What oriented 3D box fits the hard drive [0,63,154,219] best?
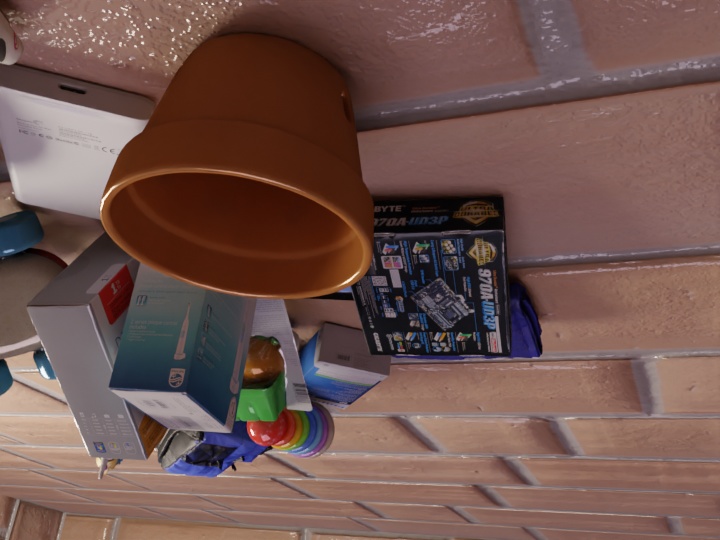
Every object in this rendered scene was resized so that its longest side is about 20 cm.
[{"bbox_3d":[-0.260,-0.106,0.744,0.131,0.026,0.200,12,154,-11],"label":"hard drive"}]

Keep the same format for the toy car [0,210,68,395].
[{"bbox_3d":[-0.415,0.022,0.954,0.176,0.185,0.200,-18,-160,-8],"label":"toy car"}]

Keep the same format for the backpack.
[{"bbox_3d":[-0.227,0.242,1.268,0.167,0.163,0.200,23,137,-28],"label":"backpack"}]

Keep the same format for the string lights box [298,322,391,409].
[{"bbox_3d":[-0.037,0.144,1.173,0.102,0.059,0.200,14,154,-15],"label":"string lights box"}]

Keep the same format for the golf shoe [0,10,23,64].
[{"bbox_3d":[-0.348,-0.165,0.592,0.199,0.078,0.088,-2,161,20],"label":"golf shoe"}]

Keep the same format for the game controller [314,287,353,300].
[{"bbox_3d":[0.000,0.000,0.882,0.199,0.042,0.104,2,154,10],"label":"game controller"}]

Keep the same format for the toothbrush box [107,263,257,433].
[{"bbox_3d":[-0.177,0.055,0.858,0.085,0.201,0.147,2,155,13],"label":"toothbrush box"}]

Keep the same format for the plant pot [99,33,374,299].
[{"bbox_3d":[-0.083,-0.081,0.618,0.199,0.141,0.200,5,154,3],"label":"plant pot"}]

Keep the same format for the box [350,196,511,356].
[{"bbox_3d":[0.072,0.014,0.825,0.158,0.046,0.201,-1,139,13],"label":"box"}]

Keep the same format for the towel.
[{"bbox_3d":[0.112,0.058,0.976,0.199,0.050,0.148,-3,146,22],"label":"towel"}]

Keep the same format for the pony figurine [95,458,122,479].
[{"bbox_3d":[-0.396,0.204,1.283,0.165,0.194,0.201,6,136,-5],"label":"pony figurine"}]

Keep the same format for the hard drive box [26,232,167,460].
[{"bbox_3d":[-0.260,0.080,0.889,0.076,0.156,0.201,-1,121,17],"label":"hard drive box"}]

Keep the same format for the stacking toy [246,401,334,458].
[{"bbox_3d":[-0.102,0.223,1.139,0.085,0.086,0.200,0,168,15],"label":"stacking toy"}]

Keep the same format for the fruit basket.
[{"bbox_3d":[-0.162,0.091,1.027,0.184,0.094,0.201,-5,109,21],"label":"fruit basket"}]

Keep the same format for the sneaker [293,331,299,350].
[{"bbox_3d":[-0.180,0.102,1.115,0.199,0.077,0.081,-6,142,23],"label":"sneaker"}]
